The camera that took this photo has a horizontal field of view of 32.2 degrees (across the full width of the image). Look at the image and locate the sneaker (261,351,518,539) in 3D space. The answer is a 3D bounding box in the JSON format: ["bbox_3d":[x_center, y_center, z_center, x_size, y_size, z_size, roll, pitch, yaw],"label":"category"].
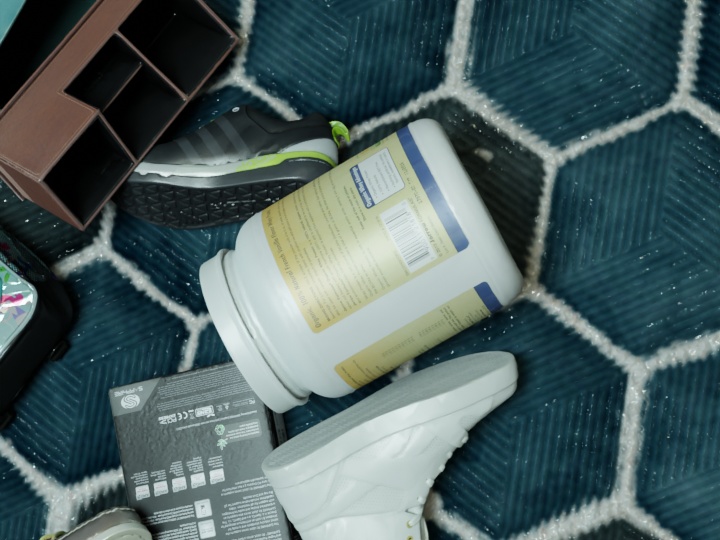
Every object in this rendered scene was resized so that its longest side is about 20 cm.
[{"bbox_3d":[0.040,0.146,0.908,0.198,0.074,0.117,-26,101,-4],"label":"sneaker"}]

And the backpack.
[{"bbox_3d":[-0.349,0.025,0.958,0.199,0.150,0.178,40,94,17],"label":"backpack"}]

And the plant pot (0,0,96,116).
[{"bbox_3d":[-0.296,-0.220,0.976,0.199,0.141,0.142,31,91,21],"label":"plant pot"}]

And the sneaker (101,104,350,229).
[{"bbox_3d":[-0.104,-0.085,0.966,0.197,0.072,0.084,0,60,10],"label":"sneaker"}]

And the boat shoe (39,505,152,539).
[{"bbox_3d":[-0.234,0.233,0.932,0.200,0.071,0.060,-44,47,20],"label":"boat shoe"}]

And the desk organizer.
[{"bbox_3d":[-0.186,-0.135,0.933,0.076,0.072,0.201,26,71,32],"label":"desk organizer"}]

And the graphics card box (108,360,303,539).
[{"bbox_3d":[-0.110,0.174,0.937,0.124,0.051,0.203,-14,83,11],"label":"graphics card box"}]

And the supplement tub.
[{"bbox_3d":[0.000,0.000,0.884,0.198,0.144,0.146,-29,79,7],"label":"supplement tub"}]
